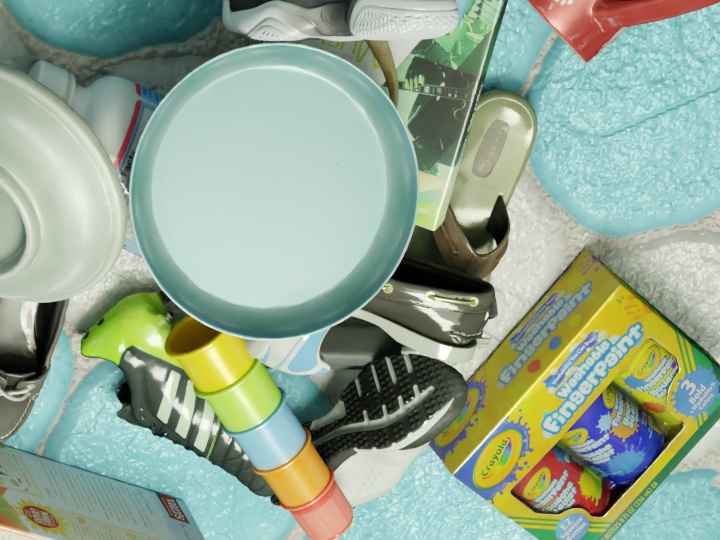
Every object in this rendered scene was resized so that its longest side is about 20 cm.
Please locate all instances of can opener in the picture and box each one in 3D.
[{"bbox_3d":[0.008,0.047,1.842,0.199,0.053,0.067,-3,81,-22],"label":"can opener"}]

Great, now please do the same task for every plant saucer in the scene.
[{"bbox_3d":[-0.059,-0.054,1.627,0.199,0.027,0.201,-3,101,-15],"label":"plant saucer"},{"bbox_3d":[-0.254,-0.049,1.612,0.199,0.050,0.201,14,131,16],"label":"plant saucer"}]

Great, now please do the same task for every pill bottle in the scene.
[{"bbox_3d":[-0.148,-0.067,1.672,0.199,0.109,0.109,25,104,-16],"label":"pill bottle"}]

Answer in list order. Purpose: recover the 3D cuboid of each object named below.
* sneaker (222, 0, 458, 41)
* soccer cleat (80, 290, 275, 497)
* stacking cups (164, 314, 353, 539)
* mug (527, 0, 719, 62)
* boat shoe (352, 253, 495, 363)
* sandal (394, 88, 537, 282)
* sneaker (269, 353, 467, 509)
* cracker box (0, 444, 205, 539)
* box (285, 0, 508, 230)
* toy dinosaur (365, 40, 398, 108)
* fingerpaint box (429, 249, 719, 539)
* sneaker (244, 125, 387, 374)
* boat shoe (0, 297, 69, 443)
[{"bbox_3d":[-0.014,-0.208,1.585,0.075,0.200,0.114,-4,96,-44],"label":"sneaker"},{"bbox_3d":[-0.132,0.101,1.802,0.081,0.068,0.200,-32,117,8],"label":"soccer cleat"},{"bbox_3d":[-0.070,0.115,1.769,0.060,0.061,0.200,-33,119,-4],"label":"stacking cups"},{"bbox_3d":[0.198,-0.248,1.698,0.200,0.178,0.133,-42,109,7],"label":"mug"},{"bbox_3d":[0.000,0.000,1.768,0.200,0.072,0.061,23,111,-2],"label":"boat shoe"},{"bbox_3d":[0.079,-0.037,1.801,0.079,0.057,0.202,13,101,-20],"label":"sandal"},{"bbox_3d":[0.016,0.125,1.837,0.080,0.074,0.200,19,141,-38],"label":"sneaker"},{"bbox_3d":[-0.205,0.199,1.773,0.199,0.134,0.058,20,106,-28],"label":"cracker box"},{"bbox_3d":[0.016,-0.144,1.708,0.144,0.036,0.201,19,111,10],"label":"box"},{"bbox_3d":[-0.010,-0.204,1.660,0.200,0.058,0.101,48,125,3],"label":"toy dinosaur"},{"bbox_3d":[0.178,0.113,1.919,0.167,0.073,0.200,38,97,-32],"label":"fingerpaint box"},{"bbox_3d":[-0.017,-0.021,1.701,0.072,0.072,0.201,19,101,-26],"label":"sneaker"},{"bbox_3d":[-0.247,0.042,1.725,0.067,0.057,0.201,6,112,-24],"label":"boat shoe"}]
